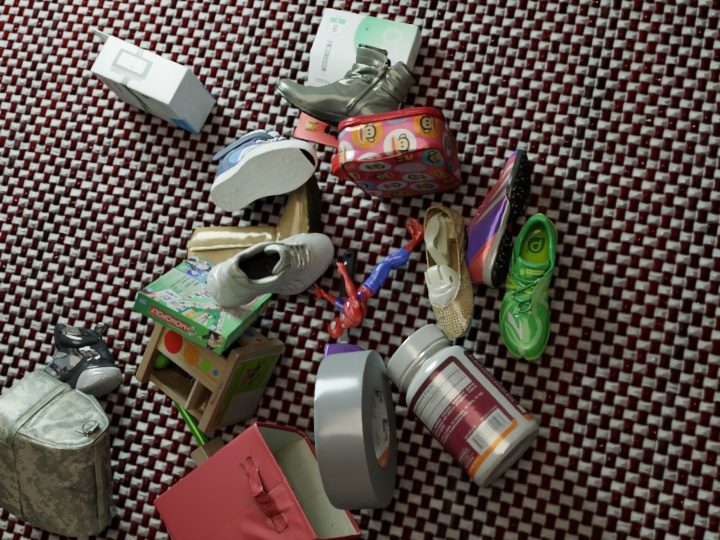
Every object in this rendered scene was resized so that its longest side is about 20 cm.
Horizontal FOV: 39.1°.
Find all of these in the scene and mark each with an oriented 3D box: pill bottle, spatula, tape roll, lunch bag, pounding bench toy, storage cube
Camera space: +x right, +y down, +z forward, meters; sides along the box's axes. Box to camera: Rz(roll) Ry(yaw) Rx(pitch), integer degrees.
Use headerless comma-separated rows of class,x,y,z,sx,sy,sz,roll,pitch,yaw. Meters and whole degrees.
pill bottle,0.131,0.175,1.344,0.114,0.114,0.200,-44,68,0
spatula,-0.023,0.066,1.465,0.055,0.021,0.204,2,75,10
tape roll,-0.004,0.208,1.326,0.065,0.200,0.205,-6,73,14
lunch bag,-0.424,0.267,1.428,0.165,0.139,0.203,23,126,21
pounding bench toy,-0.234,0.156,1.441,0.155,0.124,0.203,31,106,22
storage cube,-0.134,0.326,1.335,0.179,0.200,0.172,-37,69,9
lunch bag,0.046,-0.156,1.414,0.172,0.200,0.084,-8,77,12

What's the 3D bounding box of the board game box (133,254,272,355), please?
board game box,-0.212,0.042,1.400,0.133,0.200,0.030,27,109,5

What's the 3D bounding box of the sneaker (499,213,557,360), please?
sneaker,0.226,0.018,1.377,0.072,0.084,0.204,4,77,16

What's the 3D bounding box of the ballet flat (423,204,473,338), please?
ballet flat,0.111,-0.004,1.378,0.070,0.065,0.203,-29,48,30

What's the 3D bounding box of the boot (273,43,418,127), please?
boot,-0.020,-0.278,1.509,0.197,0.068,0.133,25,94,10

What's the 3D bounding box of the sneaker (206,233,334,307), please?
sneaker,-0.107,-0.008,1.386,0.198,0.099,0.079,-23,83,-34

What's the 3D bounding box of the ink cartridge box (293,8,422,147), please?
ink cartridge box,-0.009,-0.288,1.546,0.158,0.050,0.204,15,78,19

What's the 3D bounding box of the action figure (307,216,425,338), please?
action figure,0.000,0.000,1.438,0.098,0.065,0.201,35,78,5

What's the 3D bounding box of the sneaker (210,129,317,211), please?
sneaker,-0.131,-0.176,1.499,0.198,0.081,0.148,-22,33,34

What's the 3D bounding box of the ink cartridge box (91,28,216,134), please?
ink cartridge box,-0.341,-0.299,1.602,0.197,0.116,0.069,25,81,21

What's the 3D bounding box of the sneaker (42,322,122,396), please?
sneaker,-0.463,0.150,1.538,0.196,0.076,0.116,-19,70,3

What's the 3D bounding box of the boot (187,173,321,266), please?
boot,-0.160,-0.060,1.516,0.196,0.066,0.179,-4,74,16

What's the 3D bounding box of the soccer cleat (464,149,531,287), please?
soccer cleat,0.187,-0.078,1.427,0.072,0.068,0.204,11,77,30
